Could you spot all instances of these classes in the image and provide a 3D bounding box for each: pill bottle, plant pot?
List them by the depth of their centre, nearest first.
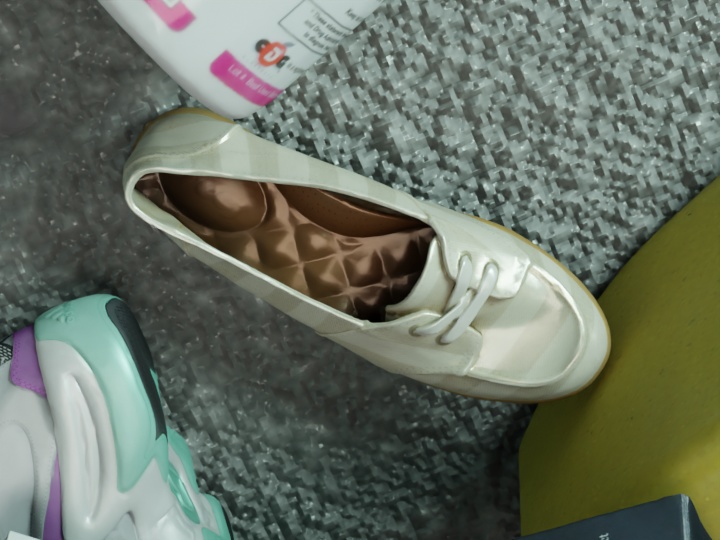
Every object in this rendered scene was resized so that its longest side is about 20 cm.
[{"bbox_3d":[-0.005,-0.157,0.876,0.200,0.113,0.113,-40,111,9],"label":"pill bottle"},{"bbox_3d":[0.170,0.083,0.958,0.200,0.194,0.196,-34,112,19],"label":"plant pot"}]

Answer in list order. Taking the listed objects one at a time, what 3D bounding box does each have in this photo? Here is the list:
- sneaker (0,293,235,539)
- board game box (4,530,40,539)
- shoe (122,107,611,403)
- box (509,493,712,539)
[{"bbox_3d":[-0.125,0.116,0.994,0.140,0.078,0.200,-20,108,3],"label":"sneaker"},{"bbox_3d":[-0.107,0.191,0.985,0.134,0.034,0.200,19,133,-14],"label":"board game box"},{"bbox_3d":[0.000,0.000,0.944,0.200,0.053,0.070,24,102,1],"label":"shoe"},{"bbox_3d":[0.037,0.185,0.843,0.200,0.149,0.107,-16,127,16],"label":"box"}]
